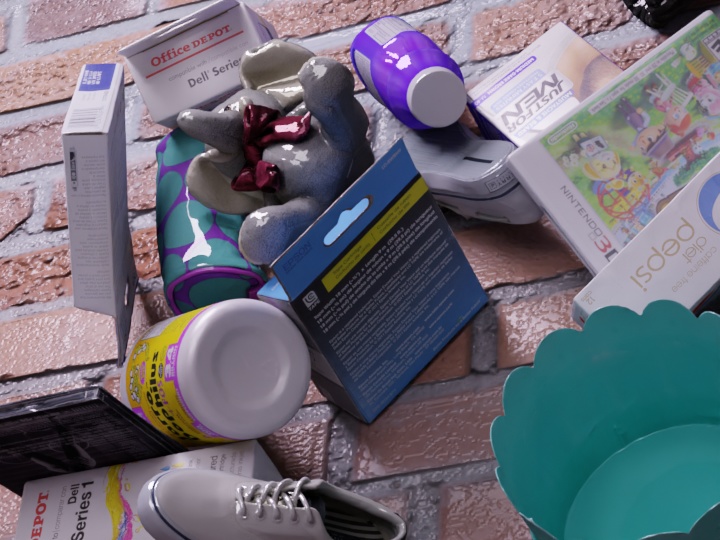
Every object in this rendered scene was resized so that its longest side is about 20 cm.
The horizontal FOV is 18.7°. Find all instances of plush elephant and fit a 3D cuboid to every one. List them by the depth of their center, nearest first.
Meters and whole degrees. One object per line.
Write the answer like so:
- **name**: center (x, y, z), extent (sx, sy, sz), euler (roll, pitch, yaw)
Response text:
- **plush elephant**: center (-0.072, -0.099, 1.734), extent (0.155, 0.200, 0.165), euler (21, 96, 22)

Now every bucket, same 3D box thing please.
- **bucket**: center (0.199, 0.138, 1.481), extent (0.207, 0.135, 0.207), euler (-15, 45, 16)

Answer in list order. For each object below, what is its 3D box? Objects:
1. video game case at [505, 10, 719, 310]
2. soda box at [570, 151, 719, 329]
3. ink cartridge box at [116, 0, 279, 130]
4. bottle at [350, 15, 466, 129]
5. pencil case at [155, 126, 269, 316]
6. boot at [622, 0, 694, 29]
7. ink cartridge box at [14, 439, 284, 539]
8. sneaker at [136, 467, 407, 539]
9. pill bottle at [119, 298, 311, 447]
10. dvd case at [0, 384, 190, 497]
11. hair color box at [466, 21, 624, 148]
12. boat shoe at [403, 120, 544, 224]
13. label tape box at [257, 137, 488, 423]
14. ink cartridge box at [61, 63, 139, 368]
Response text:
- **video game case**: center (0.243, -0.072, 1.661), extent (0.200, 0.022, 0.182), euler (-36, 77, -6)
- **soda box**: center (0.247, -0.019, 1.605), extent (0.200, 0.064, 0.068), euler (-44, 78, -7)
- **ink cartridge box**: center (-0.130, -0.174, 1.902), extent (0.117, 0.200, 0.067), euler (-25, 85, 7)
- **bottle**: center (0.044, -0.161, 1.825), extent (0.065, 0.084, 0.200), euler (-36, 17, 0)
- **pencil case**: center (-0.127, -0.040, 1.856), extent (0.092, 0.085, 0.200), euler (7, 43, -16)
- **boot**: center (0.268, -0.312, 1.891), extent (0.158, 0.079, 0.211), euler (-30, 44, 1)
- **ink cartridge box**: center (-0.160, 0.222, 1.636), extent (0.200, 0.084, 0.145), euler (-12, 47, 18)
- **sneaker**: center (-0.059, 0.171, 1.548), extent (0.071, 0.200, 0.073), euler (-47, 41, 43)
- **pill bottle**: center (-0.120, 0.083, 1.679), extent (0.104, 0.104, 0.200), euler (-52, 14, -21)
- **dvd case**: center (-0.217, 0.140, 1.661), extent (0.148, 0.200, 0.016), euler (-13, 62, 18)
- **hair color box**: center (0.183, -0.110, 1.766), extent (0.109, 0.065, 0.200), euler (-38, 46, -6)
- **boat shoe**: center (0.085, -0.071, 1.782), extent (0.074, 0.067, 0.200), euler (-39, 22, -8)
- **label tape box**: center (0.000, 0.000, 1.666), extent (0.144, 0.200, 0.063), euler (-45, 46, -15)
- **ink cartridge box**: center (-0.213, -0.048, 1.785), extent (0.040, 0.200, 0.200), euler (-2, 20, -1)
